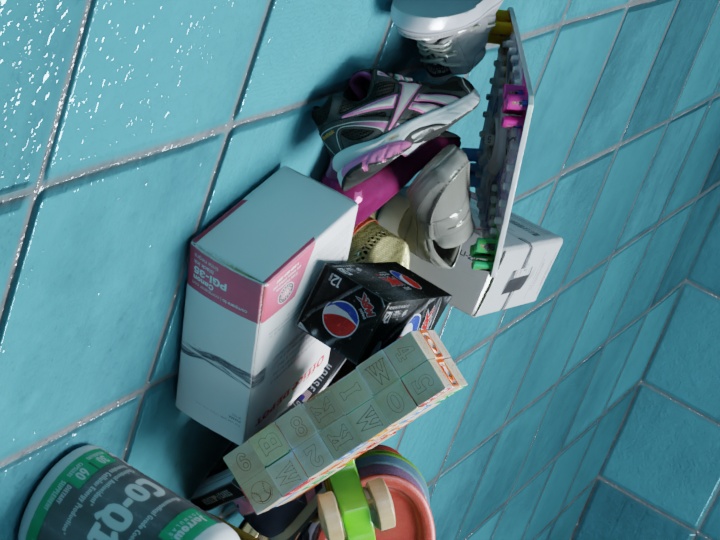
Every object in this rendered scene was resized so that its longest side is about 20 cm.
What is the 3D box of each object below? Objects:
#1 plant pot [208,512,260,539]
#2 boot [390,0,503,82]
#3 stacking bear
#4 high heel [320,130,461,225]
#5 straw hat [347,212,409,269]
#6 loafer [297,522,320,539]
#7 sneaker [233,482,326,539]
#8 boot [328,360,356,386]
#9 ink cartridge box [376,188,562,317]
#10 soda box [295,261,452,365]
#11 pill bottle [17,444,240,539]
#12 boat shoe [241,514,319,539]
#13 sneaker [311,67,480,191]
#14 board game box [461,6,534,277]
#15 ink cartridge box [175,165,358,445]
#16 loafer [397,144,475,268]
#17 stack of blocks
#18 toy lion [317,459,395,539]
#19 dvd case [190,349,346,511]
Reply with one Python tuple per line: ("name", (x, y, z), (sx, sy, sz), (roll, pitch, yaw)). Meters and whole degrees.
("plant pot", (-0.131, 0.345, 1.688), (0.196, 0.194, 0.200), (-65, 172, 11))
("boot", (0.081, -0.217, 1.612), (0.200, 0.073, 0.096), (-33, 139, -57))
("stacking bear", (0.018, 0.243, 1.846), (0.200, 0.121, 0.114), (-99, -155, -80))
("high heel", (0.028, -0.090, 1.657), (0.200, 0.067, 0.096), (-8, 112, -50))
("straw hat", (0.000, 0.000, 1.689), (0.201, 0.085, 0.201), (-50, 158, -29))
("loafer", (-0.054, 0.324, 1.946), (0.072, 0.063, 0.200), (-41, -168, 23))
("sneaker", (-0.054, 0.185, 1.793), (0.200, 0.082, 0.070), (-54, -165, -9))
("boot", (0.035, 0.098, 1.704), (0.097, 0.075, 0.200), (-19, -179, -26))
("ink cartridge box", (0.112, -0.025, 1.854), (0.200, 0.144, 0.084), (-8, 124, -66))
("soda box", (0.015, 0.035, 1.546), (0.063, 0.071, 0.200), (-61, 164, 10))
("pill bottle", (-0.168, 0.235, 1.401), (0.113, 0.200, 0.113), (-51, 159, -29))
("boat shoe", (-0.060, 0.251, 1.902), (0.200, 0.072, 0.072), (-54, 160, -21))
("sneaker", (0.032, -0.149, 1.558), (0.080, 0.086, 0.200), (-33, 179, 38))
("board game box", (0.129, -0.129, 1.698), (0.200, 0.026, 0.200), (-93, -169, -56))
("ink cartridge box", (-0.085, 0.033, 1.517), (0.147, 0.083, 0.200), (-44, 154, -43))
("loafer", (0.082, -0.059, 1.664), (0.070, 0.070, 0.200), (-44, 168, -16))
("stack of blocks", (-0.009, 0.129, 1.501), (0.200, 0.059, 0.115), (-34, 171, 13))
("toy lion", (-0.011, 0.229, 1.659), (0.192, 0.068, 0.200), (-116, -167, -62))
("dvd case", (-0.080, 0.141, 1.671), (0.200, 0.025, 0.150), (-54, -172, -24))
